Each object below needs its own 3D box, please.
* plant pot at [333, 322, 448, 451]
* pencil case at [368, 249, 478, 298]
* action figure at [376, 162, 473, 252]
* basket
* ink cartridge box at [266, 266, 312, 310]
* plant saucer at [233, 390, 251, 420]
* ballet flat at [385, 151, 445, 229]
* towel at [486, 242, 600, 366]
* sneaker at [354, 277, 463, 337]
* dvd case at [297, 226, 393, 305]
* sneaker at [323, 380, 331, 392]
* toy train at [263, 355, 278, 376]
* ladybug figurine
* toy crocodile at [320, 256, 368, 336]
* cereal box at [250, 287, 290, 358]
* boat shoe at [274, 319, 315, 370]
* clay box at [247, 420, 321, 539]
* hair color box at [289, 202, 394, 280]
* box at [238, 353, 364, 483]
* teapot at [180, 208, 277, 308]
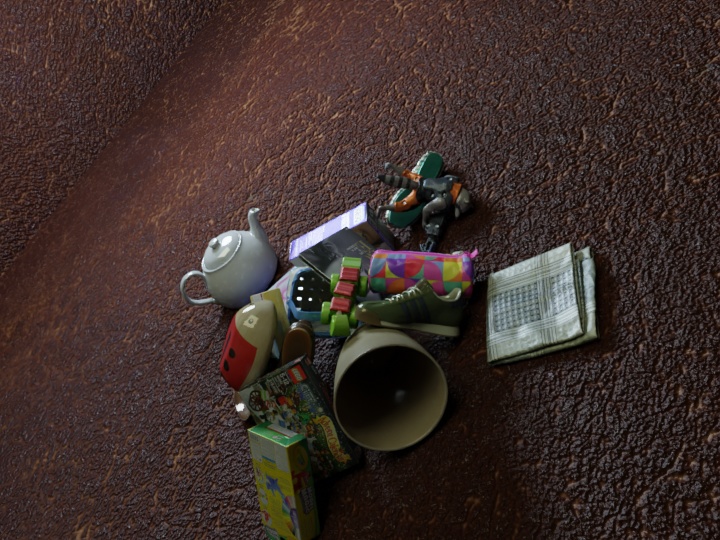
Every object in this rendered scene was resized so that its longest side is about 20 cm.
[{"bbox_3d":[0.034,0.168,1.367,0.187,0.188,0.200,-39,21,6],"label":"plant pot"},{"bbox_3d":[0.113,0.002,1.455,0.197,0.089,0.089,0,48,9],"label":"pencil case"},{"bbox_3d":[0.127,-0.133,1.604,0.190,0.105,0.202,6,59,13],"label":"action figure"},{"bbox_3d":[-0.056,0.063,1.544,0.200,0.174,0.141,-154,69,-71],"label":"basket"},{"bbox_3d":[-0.192,0.084,1.770,0.196,0.043,0.200,-42,37,5],"label":"ink cartridge box"},{"bbox_3d":[-0.217,0.195,1.606,0.200,0.034,0.204,-178,90,-69],"label":"plant saucer"},{"bbox_3d":[0.114,-0.162,1.707,0.071,0.072,0.201,13,62,49],"label":"ballet flat"},{"bbox_3d":[0.294,0.053,1.327,0.198,0.035,0.194,-19,42,30],"label":"towel"},{"bbox_3d":[0.089,0.054,1.379,0.067,0.197,0.091,-150,72,-68],"label":"sneaker"},{"bbox_3d":[0.000,0.000,1.532,0.199,0.016,0.148,38,43,20],"label":"dvd case"},{"bbox_3d":[-0.101,0.233,1.516,0.093,0.071,0.200,-36,37,-3],"label":"sneaker"},{"bbox_3d":[-0.165,0.255,1.483,0.056,0.041,0.203,-170,81,-72],"label":"toy train"},{"bbox_3d":[-0.204,0.137,1.445,0.137,0.071,0.202,-101,28,-52],"label":"ladybug figurine"},{"bbox_3d":[-0.026,0.042,1.418,0.066,0.062,0.201,8,42,6],"label":"toy crocodile"},{"bbox_3d":[-0.168,0.111,1.573,0.039,0.146,0.200,-16,1,-15],"label":"cereal box"},{"bbox_3d":[-0.118,0.185,1.425,0.070,0.069,0.203,-80,8,-75],"label":"boat shoe"},{"bbox_3d":[-0.125,0.362,1.342,0.047,0.203,0.114,-19,18,-38],"label":"clay box"},{"bbox_3d":[-0.039,-0.048,1.691,0.198,0.109,0.065,-27,38,23],"label":"hair color box"},{"bbox_3d":[-0.100,0.260,1.378,0.135,0.202,0.038,-28,5,21],"label":"box"},{"bbox_3d":[-0.303,-0.018,1.891,0.195,0.146,0.202,-16,45,34],"label":"teapot"}]
